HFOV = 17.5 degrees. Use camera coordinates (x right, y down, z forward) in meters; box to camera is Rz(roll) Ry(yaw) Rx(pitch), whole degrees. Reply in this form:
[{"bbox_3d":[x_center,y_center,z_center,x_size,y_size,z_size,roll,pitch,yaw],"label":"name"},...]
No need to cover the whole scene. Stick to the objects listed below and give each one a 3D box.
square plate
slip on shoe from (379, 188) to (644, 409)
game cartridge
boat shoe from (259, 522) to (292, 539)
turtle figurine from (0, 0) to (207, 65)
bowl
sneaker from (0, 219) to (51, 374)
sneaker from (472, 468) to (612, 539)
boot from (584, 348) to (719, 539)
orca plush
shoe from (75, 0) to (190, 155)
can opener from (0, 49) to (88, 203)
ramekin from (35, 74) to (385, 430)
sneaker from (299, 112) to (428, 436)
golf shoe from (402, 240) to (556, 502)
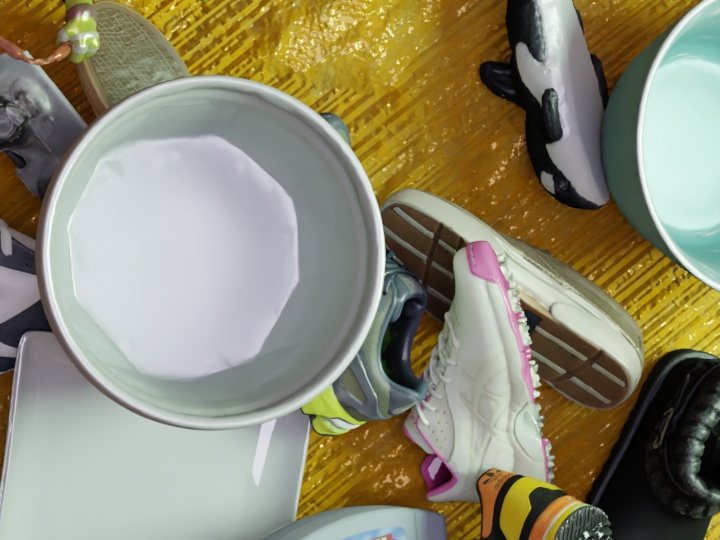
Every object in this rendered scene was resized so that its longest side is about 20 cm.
[{"bbox_3d":[-0.133,0.142,1.446,0.200,0.028,0.199,7,95,-26],"label":"square plate"},{"bbox_3d":[0.099,0.009,1.498,0.200,0.076,0.061,33,43,-2],"label":"slip on shoe"},{"bbox_3d":[-0.010,0.215,1.435,0.200,0.041,0.134,-10,100,-51],"label":"game cartridge"},{"bbox_3d":[-0.069,0.250,1.440,0.071,0.070,0.200,38,83,-27],"label":"boat shoe"},{"bbox_3d":[-0.168,-0.210,1.402,0.161,0.064,0.200,-5,55,-30],"label":"turtle figurine"},{"bbox_3d":[0.232,-0.081,1.485,0.200,0.105,0.201,-1,92,-27],"label":"bowl"},{"bbox_3d":[-0.227,-0.026,1.411,0.129,0.079,0.200,-5,94,-14],"label":"sneaker"},{"bbox_3d":[0.107,0.209,1.492,0.070,0.090,0.200,-32,138,-34],"label":"sneaker"},{"bbox_3d":[0.205,0.145,1.474,0.079,0.158,0.212,18,89,-13],"label":"boot"},{"bbox_3d":[0.102,-0.130,1.481,0.071,0.105,0.200,-7,124,25],"label":"orca plush"},{"bbox_3d":[-0.123,-0.073,1.440,0.070,0.053,0.200,-39,103,-35],"label":"shoe"},{"bbox_3d":[-0.167,-0.051,1.428,0.053,0.067,0.200,-38,102,5],"label":"can opener"},{"bbox_3d":[-0.094,-0.008,1.354,0.200,0.105,0.201,0,89,-15],"label":"ramekin"},{"bbox_3d":[0.000,0.000,1.448,0.081,0.074,0.201,-8,93,30],"label":"sneaker"},{"bbox_3d":[0.067,0.072,1.456,0.091,0.075,0.200,-10,124,2],"label":"golf shoe"}]
